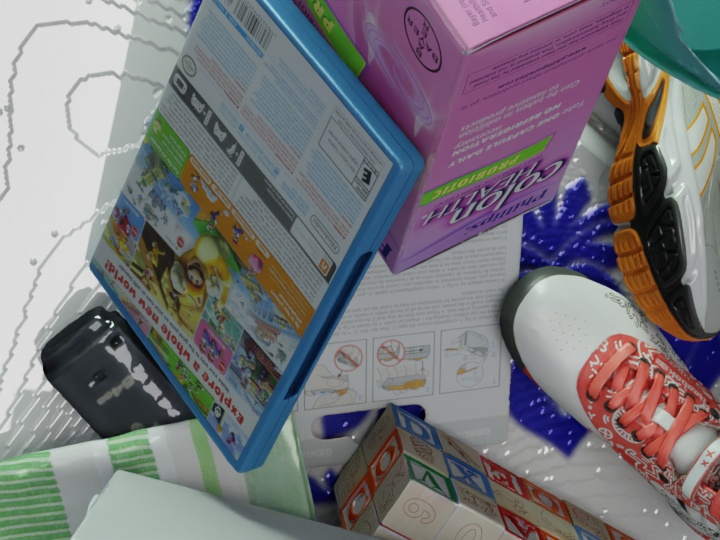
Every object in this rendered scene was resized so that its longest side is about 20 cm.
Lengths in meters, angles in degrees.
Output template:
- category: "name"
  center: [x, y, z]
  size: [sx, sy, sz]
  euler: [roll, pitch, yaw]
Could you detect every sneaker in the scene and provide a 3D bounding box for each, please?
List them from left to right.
- category: "sneaker"
  center: [0.162, 0.078, 1.133]
  size: [0.067, 0.108, 0.201]
  euler: [-47, 114, -6]
- category: "sneaker"
  center: [0.176, -0.066, 1.130]
  size: [0.091, 0.076, 0.202]
  euler: [-9, 91, -21]

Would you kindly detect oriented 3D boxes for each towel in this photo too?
- category: "towel"
  center: [-0.116, 0.157, 1.108]
  size: [0.198, 0.023, 0.154]
  euler: [-11, 104, 4]

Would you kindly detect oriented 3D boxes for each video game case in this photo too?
- category: "video game case"
  center: [-0.054, -0.024, 1.019]
  size: [0.018, 0.143, 0.201]
  euler: [-13, 143, -42]

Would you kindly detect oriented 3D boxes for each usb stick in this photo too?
- category: "usb stick"
  center: [-0.082, 0.103, 1.123]
  size: [0.055, 0.033, 0.200]
  euler: [-34, 108, 23]

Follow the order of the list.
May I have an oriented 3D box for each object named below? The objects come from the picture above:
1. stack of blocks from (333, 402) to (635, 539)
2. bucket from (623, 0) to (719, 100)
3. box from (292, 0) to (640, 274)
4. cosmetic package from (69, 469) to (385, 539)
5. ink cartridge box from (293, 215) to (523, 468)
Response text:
- category: "stack of blocks"
  center: [0.088, 0.160, 1.131]
  size: [0.199, 0.115, 0.059]
  euler: [30, 105, -17]
- category: "bucket"
  center: [0.186, -0.171, 0.971]
  size: [0.205, 0.135, 0.209]
  euler: [-5, 106, -19]
- category: "box"
  center: [0.024, -0.130, 0.987]
  size: [0.096, 0.200, 0.177]
  euler: [-25, 70, -18]
- category: "cosmetic package"
  center: [-0.041, 0.168, 1.036]
  size: [0.198, 0.107, 0.091]
  euler: [12, 104, 6]
- category: "ink cartridge box"
  center: [0.000, 0.000, 1.134]
  size: [0.161, 0.057, 0.202]
  euler: [-6, 122, -13]
